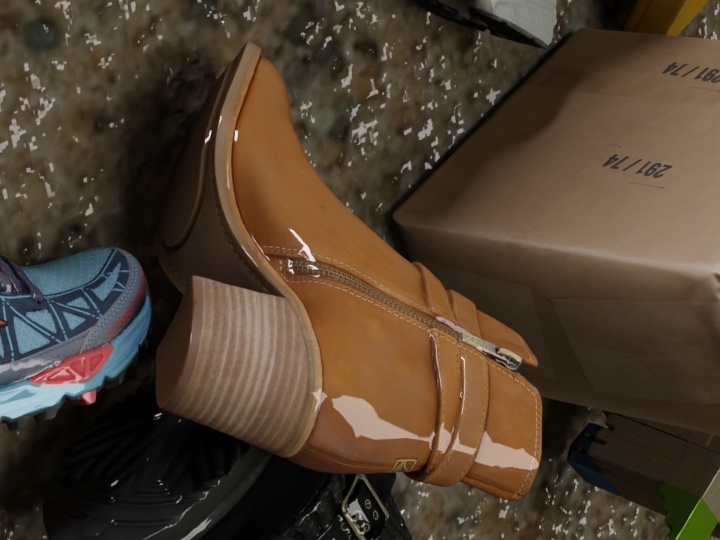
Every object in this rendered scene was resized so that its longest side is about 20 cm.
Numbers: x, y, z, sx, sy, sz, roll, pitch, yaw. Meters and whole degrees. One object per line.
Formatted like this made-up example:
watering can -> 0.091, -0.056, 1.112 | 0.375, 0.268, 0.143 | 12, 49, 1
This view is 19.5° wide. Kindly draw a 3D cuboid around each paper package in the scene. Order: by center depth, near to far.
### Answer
paper package -> 0.150, -0.024, 1.008 | 0.191, 0.199, 0.104 | -44, 127, -33

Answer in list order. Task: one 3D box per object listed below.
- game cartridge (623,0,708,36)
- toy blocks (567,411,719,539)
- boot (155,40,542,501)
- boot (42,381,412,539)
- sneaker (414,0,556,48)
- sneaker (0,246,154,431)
game cartridge -> 0.217, -0.219, 1.100 | 0.200, 0.032, 0.177 | -47, 169, -32
toy blocks -> 0.172, 0.049, 1.105 | 0.200, 0.136, 0.100 | -56, 136, -15
boot -> 0.000, 0.000, 0.851 | 0.155, 0.077, 0.201 | 17, 39, -18
boot -> -0.043, 0.116, 0.885 | 0.211, 0.079, 0.159 | -44, 128, -51
sneaker -> 0.033, -0.170, 0.944 | 0.200, 0.077, 0.087 | 21, 87, -58
sneaker -> -0.156, 0.014, 0.764 | 0.200, 0.079, 0.096 | -23, 112, -44
